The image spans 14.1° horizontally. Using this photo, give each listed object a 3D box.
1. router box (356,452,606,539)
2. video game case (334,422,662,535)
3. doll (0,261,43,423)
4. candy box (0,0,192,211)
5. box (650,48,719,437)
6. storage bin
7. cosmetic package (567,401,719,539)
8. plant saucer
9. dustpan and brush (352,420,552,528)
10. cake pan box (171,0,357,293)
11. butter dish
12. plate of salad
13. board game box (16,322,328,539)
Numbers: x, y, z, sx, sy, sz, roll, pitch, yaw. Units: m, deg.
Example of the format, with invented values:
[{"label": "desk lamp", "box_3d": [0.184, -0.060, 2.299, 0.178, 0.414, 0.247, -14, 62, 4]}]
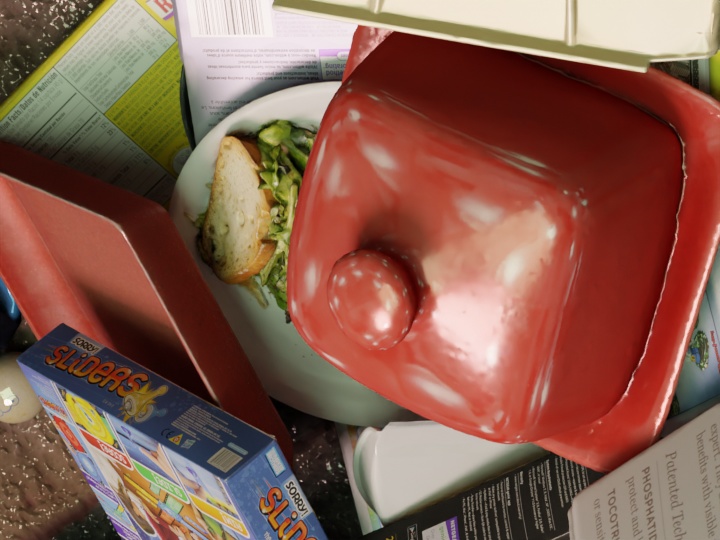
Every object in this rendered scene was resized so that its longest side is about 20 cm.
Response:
[{"label": "router box", "box_3d": [0.116, 0.170, 1.452, 0.157, 0.052, 0.200, -25, 136, 21]}, {"label": "video game case", "box_3d": [0.093, 0.119, 1.534, 0.200, 0.024, 0.182, -5, 113, 21]}, {"label": "doll", "box_3d": [-0.247, 0.009, 1.575, 0.200, 0.048, 0.136, 43, 111, -13]}, {"label": "candy box", "box_3d": [-0.097, -0.100, 1.484, 0.102, 0.026, 0.200, 44, 120, -9]}, {"label": "box", "box_3d": [0.133, -0.023, 1.333, 0.136, 0.038, 0.200, 14, 118, 40]}, {"label": "storage bin", "box_3d": [0.080, -0.178, 1.289, 0.198, 0.200, 0.094, 10, 119, 13]}, {"label": "cosmetic package", "box_3d": [0.222, 0.150, 1.259, 0.200, 0.166, 0.167, -36, 125, 28]}, {"label": "plant saucer", "box_3d": [-0.120, 0.020, 1.478, 0.200, 0.037, 0.200, 23, 147, 52]}, {"label": "dustpan and brush", "box_3d": [0.054, 0.126, 1.486, 0.139, 0.057, 0.200, -3, 132, -15]}, {"label": "cake pan box", "box_3d": [0.008, -0.077, 1.430, 0.200, 0.052, 0.184, -1, 119, 12]}, {"label": "butter dish", "box_3d": [0.039, -0.007, 1.279, 0.200, 0.148, 0.200, 27, 120, 24]}, {"label": "plate of salad", "box_3d": [0.000, 0.000, 1.423, 0.200, 0.048, 0.200, 5, 122, 9]}, {"label": "board game box", "box_3d": [-0.084, 0.112, 1.462, 0.200, 0.034, 0.135, 25, 148, 50]}]
